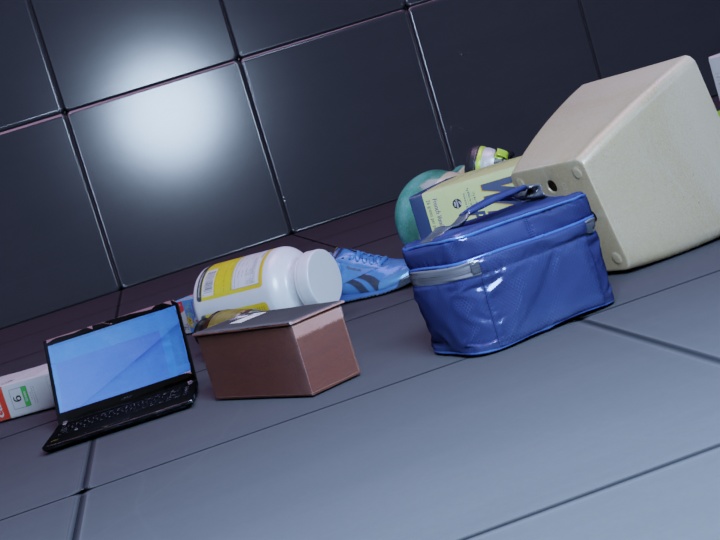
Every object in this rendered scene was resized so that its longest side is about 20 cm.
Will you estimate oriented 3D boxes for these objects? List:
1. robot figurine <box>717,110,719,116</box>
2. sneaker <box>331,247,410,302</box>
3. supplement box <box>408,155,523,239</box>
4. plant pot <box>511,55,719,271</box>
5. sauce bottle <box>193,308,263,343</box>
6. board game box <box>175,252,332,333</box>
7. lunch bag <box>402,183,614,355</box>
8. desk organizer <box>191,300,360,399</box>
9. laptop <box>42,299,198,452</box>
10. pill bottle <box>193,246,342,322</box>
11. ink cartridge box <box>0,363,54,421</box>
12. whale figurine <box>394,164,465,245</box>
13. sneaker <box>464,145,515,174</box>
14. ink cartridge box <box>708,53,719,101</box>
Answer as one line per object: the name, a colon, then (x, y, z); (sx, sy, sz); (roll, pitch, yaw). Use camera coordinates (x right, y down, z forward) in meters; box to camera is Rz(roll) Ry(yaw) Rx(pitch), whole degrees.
robot figurine: (0.458, -0.146, 1.754); (0.174, 0.117, 0.199); (-18, 5, -32)
sneaker: (0.000, 0.000, 1.945); (0.198, 0.079, 0.066); (-13, 5, 27)
supplement box: (0.195, -0.070, 1.729); (0.198, 0.136, 0.200); (-16, 6, 20)
plant pot: (0.292, -0.100, 1.526); (0.176, 0.202, 0.199); (-32, 12, -27)
sauce bottle: (-0.167, 0.082, 1.745); (0.064, 0.066, 0.200); (-20, 5, -23)
board game box: (-0.169, 0.037, 2.184); (0.199, 0.057, 0.195); (-12, 9, 43)
lunch bag: (0.150, -0.010, 1.335); (0.198, 0.134, 0.135); (-21, 7, -25)
desk organizer: (-0.090, 0.086, 1.416); (0.071, 0.078, 0.199); (-21, 7, -36)
laptop: (-0.286, 0.118, 1.565); (0.175, 0.105, 0.200); (-18, 6, -3)
pill bottle: (-0.127, 0.030, 1.861); (0.198, 0.113, 0.112); (-13, 7, 34)
ink cartridge box: (-0.462, 0.168, 1.876); (0.198, 0.051, 0.109); (-17, 6, 17)
whale figurine: (0.118, -0.079, 1.947); (0.103, 0.161, 0.199); (17, 6, 25)
sneaker: (0.210, -0.109, 1.901); (0.082, 0.073, 0.200); (1, -24, 25)
ink cartridge box: (0.632, -0.279, 2.047); (0.128, 0.202, 0.125); (-22, 8, -37)
